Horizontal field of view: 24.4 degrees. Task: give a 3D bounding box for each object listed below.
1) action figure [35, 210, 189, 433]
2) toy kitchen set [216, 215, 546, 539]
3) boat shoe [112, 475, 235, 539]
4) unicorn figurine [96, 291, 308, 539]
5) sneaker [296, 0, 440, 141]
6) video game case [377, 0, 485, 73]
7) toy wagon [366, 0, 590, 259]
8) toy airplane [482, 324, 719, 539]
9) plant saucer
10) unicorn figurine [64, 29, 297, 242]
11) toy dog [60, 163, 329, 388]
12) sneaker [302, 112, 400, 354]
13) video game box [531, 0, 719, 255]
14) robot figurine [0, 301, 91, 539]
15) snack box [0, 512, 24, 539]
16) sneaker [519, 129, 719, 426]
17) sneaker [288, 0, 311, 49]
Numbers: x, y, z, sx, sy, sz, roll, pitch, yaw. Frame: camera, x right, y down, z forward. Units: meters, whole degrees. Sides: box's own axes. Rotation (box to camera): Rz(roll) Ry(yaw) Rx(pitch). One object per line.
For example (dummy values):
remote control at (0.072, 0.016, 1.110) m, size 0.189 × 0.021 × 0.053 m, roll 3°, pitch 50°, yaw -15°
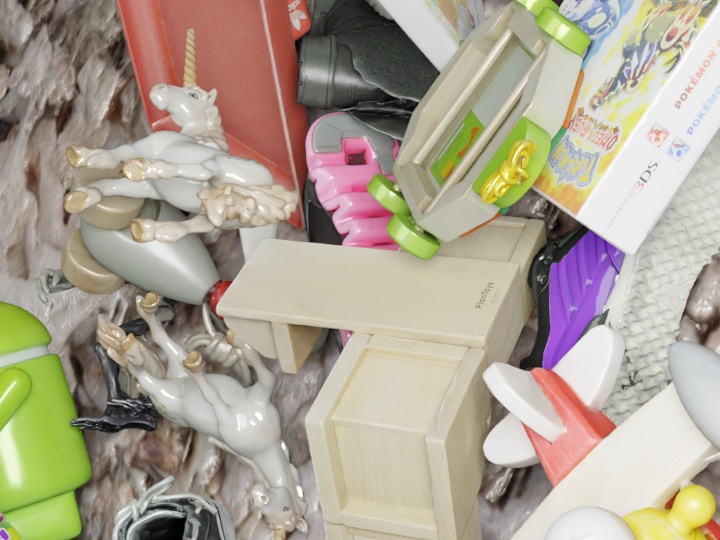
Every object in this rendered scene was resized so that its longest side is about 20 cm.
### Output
action figure at (-0.176, 0.013, 1.234) m, size 0.119 × 0.102 × 0.201 m, roll -29°, pitch 57°, yaw 50°
toy kitchen set at (0.011, 0.086, 0.992) m, size 0.163 × 0.181 × 0.200 m, roll 7°, pitch 39°, yaw 21°
boat shoe at (-0.128, 0.177, 1.093) m, size 0.074 × 0.068 × 0.199 m, roll -41°, pitch 16°, yaw 0°
unicorn figurine at (-0.094, 0.094, 1.101) m, size 0.074 × 0.138 × 0.200 m, roll -32°, pitch 39°, yaw -15°
sneaker at (0.014, -0.143, 1.124) m, size 0.200 × 0.104 × 0.060 m, roll -80°, pitch -5°, yaw -61°
video game case at (0.029, -0.221, 1.041) m, size 0.023 × 0.200 × 0.183 m, roll -19°, pitch 60°, yaw 21°
toy wagon at (0.071, -0.077, 0.933) m, size 0.155 × 0.040 × 0.200 m, roll -54°, pitch 21°, yaw 14°
toy airplane at (0.124, 0.119, 0.811) m, size 0.199 × 0.141 × 0.201 m, roll 2°, pitch 92°, yaw 30°
plant saucer at (-0.102, -0.151, 1.179) m, size 0.037 × 0.200 × 0.199 m, roll -33°, pitch 45°, yaw -25°
unicorn figurine at (-0.113, -0.067, 1.046) m, size 0.200 × 0.137 × 0.074 m, roll 41°, pitch 129°, yaw 35°
toy dog at (-0.112, -0.016, 1.144) m, size 0.132 × 0.200 × 0.096 m, roll -34°, pitch 24°, yaw 44°
sneaker at (0.000, 0.000, 1.091) m, size 0.095 × 0.079 × 0.201 m, roll 126°, pitch 140°, yaw -56°
video game box at (0.151, -0.116, 0.921) m, size 0.183 × 0.047 × 0.200 m, roll -59°, pitch 19°, yaw 6°
robot figurine at (-0.273, 0.113, 1.252) m, size 0.175 × 0.115 × 0.201 m, roll 161°, pitch 92°, yaw -72°
snack box at (-0.277, 0.229, 1.182) m, size 0.168 × 0.200 × 0.068 m, roll 6°, pitch 46°, yaw 46°
sneaker at (0.142, -0.010, 0.936) m, size 0.099 × 0.069 × 0.201 m, roll 23°, pitch 92°, yaw 50°
sneaker at (-0.092, -0.186, 1.243) m, size 0.075 × 0.085 × 0.200 m, roll -33°, pitch 11°, yaw -16°
